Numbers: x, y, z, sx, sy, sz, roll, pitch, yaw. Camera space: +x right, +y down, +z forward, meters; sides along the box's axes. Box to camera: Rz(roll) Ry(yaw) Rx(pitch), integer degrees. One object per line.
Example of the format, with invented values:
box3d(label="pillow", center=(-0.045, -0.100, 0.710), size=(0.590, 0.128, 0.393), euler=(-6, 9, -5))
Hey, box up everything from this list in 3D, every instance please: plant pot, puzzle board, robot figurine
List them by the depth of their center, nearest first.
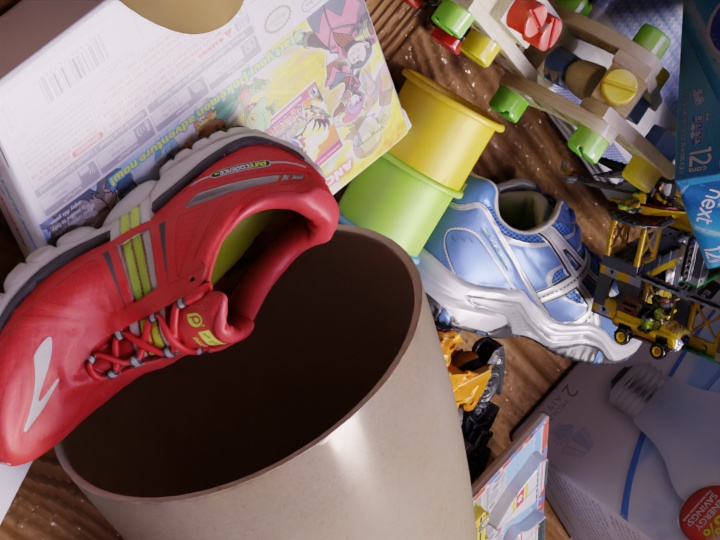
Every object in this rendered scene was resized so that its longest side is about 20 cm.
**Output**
box3d(label="plant pot", center=(-0.021, 0.115, 1.338), size=(0.187, 0.187, 0.201), euler=(-39, 125, -19))
box3d(label="robot figurine", center=(0.005, 0.113, 1.484), size=(0.145, 0.058, 0.201), euler=(0, 116, -54))
box3d(label="puzzle board", center=(0.056, 0.178, 1.558), size=(0.151, 0.017, 0.200), euler=(-45, 158, -21))

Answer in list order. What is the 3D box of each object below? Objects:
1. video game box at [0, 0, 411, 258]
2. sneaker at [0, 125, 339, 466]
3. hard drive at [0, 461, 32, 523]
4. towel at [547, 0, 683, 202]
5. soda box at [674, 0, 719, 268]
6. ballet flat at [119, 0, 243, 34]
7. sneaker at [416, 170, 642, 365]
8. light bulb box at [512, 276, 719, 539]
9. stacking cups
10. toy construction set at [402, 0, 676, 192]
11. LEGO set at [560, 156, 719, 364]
box3d(label="video game box", center=(-0.081, -0.078, 1.292), size=(0.200, 0.047, 0.183), euler=(-39, 134, -19))
box3d(label="sneaker", center=(-0.092, 0.015, 1.243), size=(0.200, 0.085, 0.077), euler=(-44, 137, -12))
box3d(label="hard drive", center=(-0.221, 0.064, 1.202), size=(0.200, 0.026, 0.132), euler=(58, 44, -40))
box3d(label="towel", center=(0.179, -0.137, 1.528), size=(0.200, 0.024, 0.147), euler=(-52, 137, -8))
box3d(label="soda box", center=(0.201, -0.100, 1.423), size=(0.068, 0.064, 0.201), euler=(62, 26, -43))
box3d(label="ballet flat", center=(-0.101, -0.169, 1.161), size=(0.069, 0.063, 0.200), euler=(-48, 123, -13))
box3d(label="sneaker", center=(0.100, -0.002, 1.496), size=(0.199, 0.076, 0.077), euler=(12, 106, -51))
box3d(label="light bulb box", center=(0.233, 0.104, 1.601), size=(0.198, 0.200, 0.125), euler=(-47, 139, -11))
box3d(label="stacking cups", center=(0.000, 0.000, 1.409), size=(0.060, 0.060, 0.201), euler=(22, 98, -49))
box3d(label="toy construction set", center=(0.090, -0.123, 1.358), size=(0.092, 0.131, 0.200), euler=(-48, 152, -16))
box3d(label="LEGO set", center=(0.211, -0.030, 1.486), size=(0.199, 0.153, 0.117), euler=(-16, 124, -48))
